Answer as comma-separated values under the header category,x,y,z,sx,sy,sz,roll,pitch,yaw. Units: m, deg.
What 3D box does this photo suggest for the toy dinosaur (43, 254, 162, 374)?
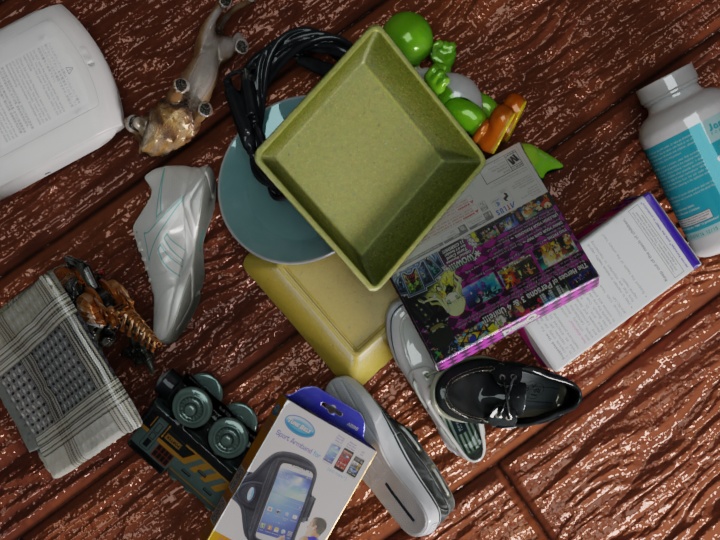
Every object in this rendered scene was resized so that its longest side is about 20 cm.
category,x,y,z,sx,sy,sz,roll,pitch,yaw
toy dinosaur,-0.282,0.056,1.384,0.101,0.200,0.138,-17,118,-16

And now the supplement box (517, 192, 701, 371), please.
category,x,y,z,sx,sy,sz,roll,pitch,yaw
supplement box,0.261,0.013,1.434,0.199,0.101,0.104,-38,91,-2

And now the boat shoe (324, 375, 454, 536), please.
category,x,y,z,sx,sy,sz,roll,pitch,yaw
boat shoe,0.032,0.204,1.443,0.072,0.071,0.201,-40,77,37

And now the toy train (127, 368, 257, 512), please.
category,x,y,z,sx,sy,sz,roll,pitch,yaw
toy train,-0.164,0.202,1.432,0.200,0.085,0.114,41,102,-4

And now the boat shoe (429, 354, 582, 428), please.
category,x,y,z,sx,sy,sz,roll,pitch,yaw
boat shoe,0.165,0.136,1.398,0.197,0.066,0.076,13,85,-38

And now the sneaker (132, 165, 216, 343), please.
category,x,y,z,sx,sy,sz,roll,pitch,yaw
sneaker,-0.215,-0.020,1.439,0.079,0.070,0.204,7,84,7

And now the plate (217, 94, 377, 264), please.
category,x,y,z,sx,sy,sz,roll,pitch,yaw
plate,-0.064,-0.100,1.434,0.197,0.026,0.203,-4,71,13

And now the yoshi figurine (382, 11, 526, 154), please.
category,x,y,z,sx,sy,sz,roll,pitch,yaw
yoshi figurine,0.089,-0.220,1.428,0.198,0.113,0.113,29,68,10

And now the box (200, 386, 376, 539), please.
category,x,y,z,sx,sy,sz,roll,pitch,yaw
box,-0.071,0.229,1.376,0.118,0.041,0.202,30,90,-15

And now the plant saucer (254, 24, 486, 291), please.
category,x,y,z,sx,sy,sz,roll,pitch,yaw
plant saucer,0.006,-0.117,1.353,0.200,0.048,0.200,-49,112,-16

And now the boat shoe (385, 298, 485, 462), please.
category,x,y,z,sx,sy,sz,roll,pitch,yaw
boat shoe,0.094,0.120,1.422,0.073,0.067,0.202,-32,106,-6

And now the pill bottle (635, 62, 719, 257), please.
category,x,y,z,sx,sy,sz,roll,pitch,yaw
pill bottle,0.382,-0.126,1.434,0.110,0.111,0.202,-27,91,-2

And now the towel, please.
category,x,y,z,sx,sy,sz,roll,pitch,yaw
towel,-0.338,0.119,1.385,0.034,0.199,0.194,-32,91,-47

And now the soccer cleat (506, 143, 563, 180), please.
category,x,y,z,sx,sy,sz,roll,pitch,yaw
soccer cleat,0.175,-0.043,1.446,0.080,0.067,0.203,18,83,-8

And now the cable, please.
category,x,y,z,sx,sy,sz,roll,pitch,yaw
cable,-0.057,-0.167,1.416,0.161,0.051,0.202,-23,72,2

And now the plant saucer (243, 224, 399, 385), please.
category,x,y,z,sx,sy,sz,roll,pitch,yaw
plant saucer,0.000,0.000,1.451,0.200,0.048,0.200,-42,92,-2

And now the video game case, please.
category,x,y,z,sx,sy,sz,roll,pitch,yaw
video game case,0.128,-0.017,1.382,0.198,0.036,0.183,-28,68,-1

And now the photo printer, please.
category,x,y,z,sx,sy,sz,roll,pitch,yaw
photo printer,-0.372,-0.188,1.426,0.198,0.069,0.168,-29,91,-3

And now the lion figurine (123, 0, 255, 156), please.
category,x,y,z,sx,sy,sz,roll,pitch,yaw
lion figurine,-0.181,-0.216,1.429,0.072,0.122,0.201,37,72,-12
